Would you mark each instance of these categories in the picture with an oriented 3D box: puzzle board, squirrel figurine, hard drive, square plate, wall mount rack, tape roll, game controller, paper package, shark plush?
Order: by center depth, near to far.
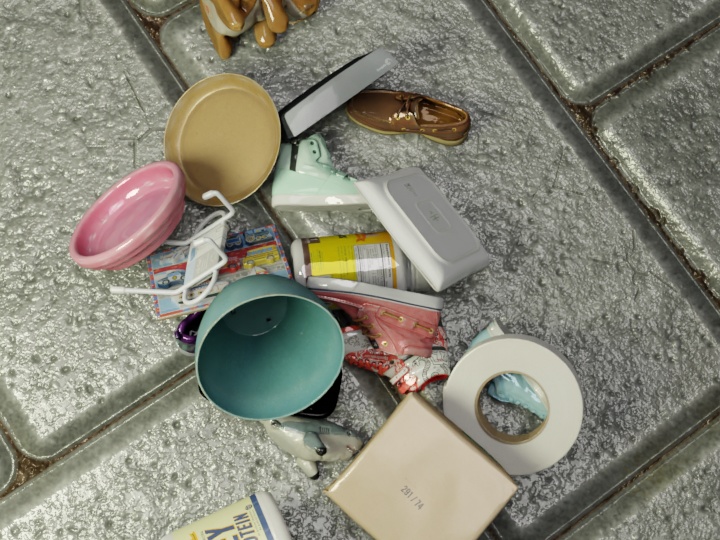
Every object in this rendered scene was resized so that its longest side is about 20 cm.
[{"bbox_3d":[0.085,0.299,1.475,0.200,0.103,0.191,41,89,7],"label":"paper package"},{"bbox_3d":[-0.127,0.157,1.513,0.198,0.042,0.105,9,39,3],"label":"game controller"},{"bbox_3d":[0.217,0.191,1.518,0.201,0.037,0.205,2,100,13],"label":"tape roll"},{"bbox_3d":[-0.262,-0.027,1.520,0.173,0.075,0.201,-29,33,21],"label":"wall mount rack"},{"bbox_3d":[-0.096,0.220,1.537,0.199,0.091,0.083,27,53,23],"label":"shark plush"},{"bbox_3d":[-0.207,-0.002,1.546,0.199,0.017,0.151,-14,39,-8],"label":"puzzle board"},{"bbox_3d":[0.099,-0.072,1.561,0.028,0.200,0.199,-42,80,29],"label":"square plate"},{"bbox_3d":[-0.047,-0.267,1.613,0.200,0.135,0.042,-37,104,-14],"label":"hard drive"},{"bbox_3d":[-0.161,-0.452,1.657,0.186,0.142,0.201,-25,81,-17],"label":"squirrel figurine"}]

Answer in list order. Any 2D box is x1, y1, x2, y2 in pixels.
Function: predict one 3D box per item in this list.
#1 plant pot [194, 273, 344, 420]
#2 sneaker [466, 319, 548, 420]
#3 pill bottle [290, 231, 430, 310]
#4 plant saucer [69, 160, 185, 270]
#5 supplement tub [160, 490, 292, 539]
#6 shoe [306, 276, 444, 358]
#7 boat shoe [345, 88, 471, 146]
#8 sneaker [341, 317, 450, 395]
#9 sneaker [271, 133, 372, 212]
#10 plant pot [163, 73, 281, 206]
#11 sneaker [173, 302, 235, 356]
[{"bbox_3d":[-0.133,0.083,1.448,0.199,0.201,0.135,-14,34,-9],"label":"plant pot"},{"bbox_3d":[0.233,0.172,1.567,0.082,0.074,0.200,-39,86,17],"label":"sneaker"},{"bbox_3d":[0.000,0.000,1.561,0.198,0.109,0.110,-5,75,-7],"label":"pill bottle"},{"bbox_3d":[-0.327,-0.072,1.532,0.201,0.200,0.051,-48,124,-14],"label":"plant saucer"},{"bbox_3d":[-0.185,0.398,1.420,0.199,0.145,0.146,-23,78,-11],"label":"supplement tub"},{"bbox_3d":[0.016,0.066,1.480,0.199,0.071,0.092,11,89,-15],"label":"shoe"},{"bbox_3d":[0.077,-0.249,1.655,0.198,0.068,0.073,12,74,-2],"label":"boat shoe"},{"bbox_3d":[0.033,0.131,1.551,0.200,0.067,0.109,-10,74,-10],"label":"sneaker"},{"bbox_3d":[-0.034,-0.151,1.613,0.199,0.074,0.119,2,81,-2],"label":"sneaker"},{"bbox_3d":[-0.204,-0.195,1.601,0.199,0.027,0.202,-2,83,21],"label":"plant pot"},{"bbox_3d":[-0.181,0.055,1.541,0.200,0.088,0.075,-37,83,-13],"label":"sneaker"}]
